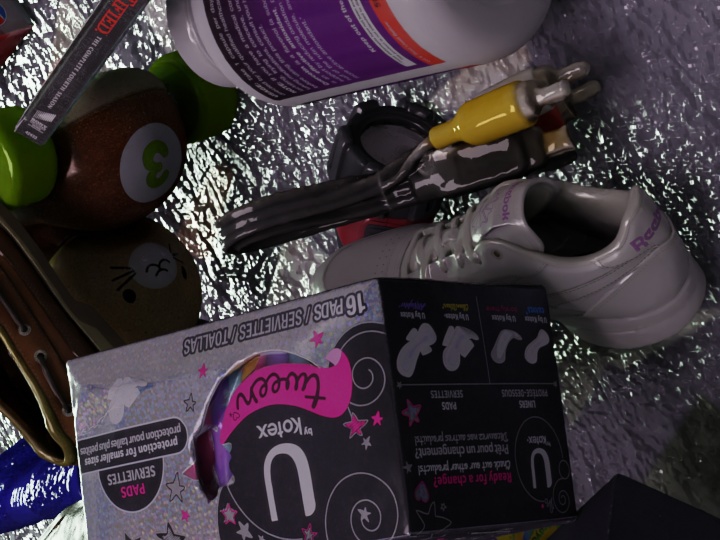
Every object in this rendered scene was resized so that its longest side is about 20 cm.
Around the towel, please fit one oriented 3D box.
[{"bbox_3d":[-0.170,0.110,1.291,0.200,0.148,0.050,-21,98,52],"label":"towel"}]

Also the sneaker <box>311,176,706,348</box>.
[{"bbox_3d":[0.063,-0.012,1.003,0.200,0.075,0.100,-4,142,25],"label":"sneaker"}]

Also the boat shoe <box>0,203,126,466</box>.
[{"bbox_3d":[-0.200,0.020,1.098,0.200,0.068,0.072,41,140,11],"label":"boat shoe"}]

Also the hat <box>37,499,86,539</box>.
[{"bbox_3d":[-0.124,0.220,1.112,0.201,0.081,0.201,-29,54,50],"label":"hat"}]

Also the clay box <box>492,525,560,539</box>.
[{"bbox_3d":[0.039,0.180,1.138,0.048,0.115,0.200,56,138,8],"label":"clay box"}]

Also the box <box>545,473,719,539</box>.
[{"bbox_3d":[0.155,0.214,0.972,0.200,0.104,0.182,25,139,-13],"label":"box"}]

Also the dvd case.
[{"bbox_3d":[-0.102,-0.164,1.057,0.022,0.146,0.200,35,136,-9],"label":"dvd case"}]

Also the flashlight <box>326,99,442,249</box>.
[{"bbox_3d":[0.000,0.000,1.130,0.068,0.068,0.200,45,141,25],"label":"flashlight"}]

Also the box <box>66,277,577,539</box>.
[{"bbox_3d":[-0.021,0.079,0.956,0.200,0.132,0.115,-16,78,39],"label":"box"}]

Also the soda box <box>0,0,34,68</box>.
[{"bbox_3d":[-0.294,-0.129,1.361,0.063,0.070,0.200,59,139,8],"label":"soda box"}]

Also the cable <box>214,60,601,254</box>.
[{"bbox_3d":[0.026,-0.056,1.014,0.200,0.097,0.050,-15,87,20],"label":"cable"}]

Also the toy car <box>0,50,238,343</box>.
[{"bbox_3d":[-0.132,-0.002,1.180,0.158,0.164,0.200,-34,83,49],"label":"toy car"}]

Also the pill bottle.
[{"bbox_3d":[-0.007,-0.144,1.020,0.200,0.112,0.113,-7,104,47],"label":"pill bottle"}]
